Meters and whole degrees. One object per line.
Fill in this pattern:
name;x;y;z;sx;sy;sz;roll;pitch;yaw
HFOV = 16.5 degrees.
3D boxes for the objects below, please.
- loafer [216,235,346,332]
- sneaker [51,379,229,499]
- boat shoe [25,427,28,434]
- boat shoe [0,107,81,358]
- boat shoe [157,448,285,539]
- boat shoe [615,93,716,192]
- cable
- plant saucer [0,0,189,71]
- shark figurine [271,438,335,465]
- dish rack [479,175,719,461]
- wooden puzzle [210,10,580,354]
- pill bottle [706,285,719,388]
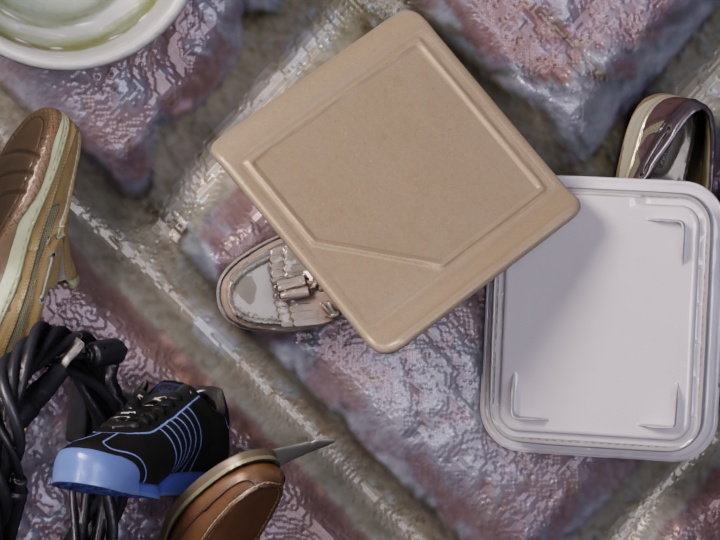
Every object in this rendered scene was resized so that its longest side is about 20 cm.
loafer;0.000;0.000;1.738;0.199;0.063;0.072;-10;94;-16
sneaker;-0.144;0.110;1.647;0.070;0.200;0.078;4;87;19
boat shoe;-0.312;0.146;1.646;0.200;0.074;0.066;-39;105;-13
boat shoe;-0.224;-0.009;1.679;0.076;0.072;0.201;21;93;-30
boat shoe;-0.103;0.201;1.657;0.072;0.200;0.068;3;46;-40
boat shoe;0.216;-0.030;1.799;0.072;0.065;0.201;13;88;-17
cable;-0.205;0.137;1.642;0.051;0.163;0.201;11;89;22
plant saucer;-0.204;-0.234;1.681;0.199;0.050;0.201;0;91;-15
shark figurine;-0.075;0.225;1.729;0.089;0.128;0.215;18;67;-40
dish rack;0.169;0.034;1.758;0.171;0.044;0.201;3;93;12
wooden puzzle;0.024;-0.061;1.723;0.185;0.037;0.200;-36;75;-18
pill bottle;0.307;-0.004;1.804;0.108;0.109;0.201;20;86;-16
